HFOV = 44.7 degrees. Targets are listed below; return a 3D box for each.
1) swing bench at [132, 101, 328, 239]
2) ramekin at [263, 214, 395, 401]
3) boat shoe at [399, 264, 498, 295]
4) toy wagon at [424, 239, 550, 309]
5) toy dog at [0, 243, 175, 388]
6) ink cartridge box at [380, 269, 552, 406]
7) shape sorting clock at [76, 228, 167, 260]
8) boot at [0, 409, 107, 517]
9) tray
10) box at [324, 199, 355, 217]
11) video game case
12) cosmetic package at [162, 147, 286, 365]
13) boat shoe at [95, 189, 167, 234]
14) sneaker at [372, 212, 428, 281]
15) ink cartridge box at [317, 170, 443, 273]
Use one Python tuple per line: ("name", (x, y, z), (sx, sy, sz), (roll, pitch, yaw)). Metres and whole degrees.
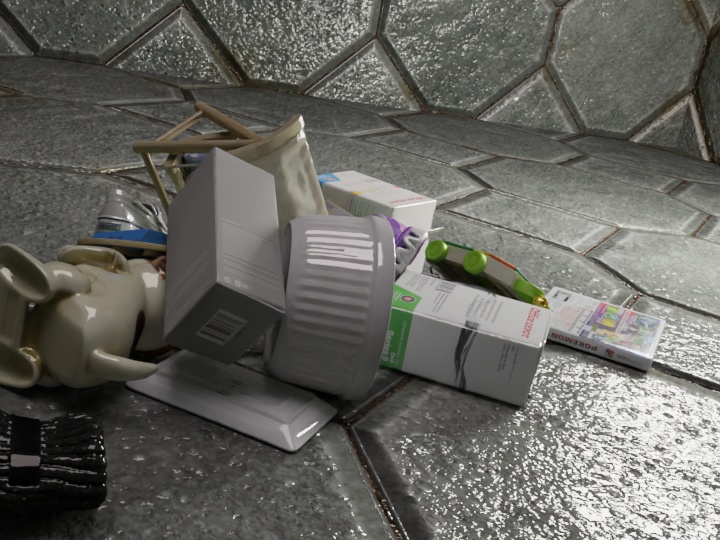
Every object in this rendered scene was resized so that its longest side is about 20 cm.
("swing bench", (-0.152, -0.092, 1.117), (0.199, 0.199, 0.130), (16, 46, 37))
("ramekin", (-0.039, 0.034, 0.937), (0.105, 0.201, 0.200), (9, 19, -12))
("boat shoe", (0.100, 0.035, 1.215), (0.198, 0.074, 0.068), (1, 33, 0))
("toy wagon", (0.186, 0.015, 1.232), (0.200, 0.040, 0.155), (18, -15, 43))
("toy dog", (-0.256, 0.039, 0.904), (0.193, 0.140, 0.200), (13, 14, 23))
("ink cartridge box", (0.125, 0.080, 1.080), (0.199, 0.084, 0.146), (16, 19, 13))
("shape sorting clock", (-0.237, -0.014, 1.049), (0.199, 0.039, 0.200), (11, -9, 2))
("boot", (-0.297, 0.127, 0.707), (0.157, 0.080, 0.211), (-7, 36, -27))
("tray", (-0.131, 0.124, 0.905), (0.199, 0.022, 0.107), (17, 21, 18))
("box", (-0.093, -0.019, 1.205), (0.200, 0.049, 0.117), (-29, 36, -20))
("video game case", (0.351, 0.082, 1.301), (0.182, 0.023, 0.200), (18, 19, 20))
("cosmetic package", (-0.143, -0.018, 0.907), (0.090, 0.107, 0.201), (26, 39, -29))
("boat shoe", (-0.285, -0.056, 1.163), (0.073, 0.066, 0.200), (7, -10, 5))
("sneaker", (0.000, 0.000, 1.130), (0.088, 0.081, 0.200), (38, 61, 5))
("ink cartridge box", (0.017, -0.068, 1.382), (0.200, 0.126, 0.128), (23, 23, 33))
